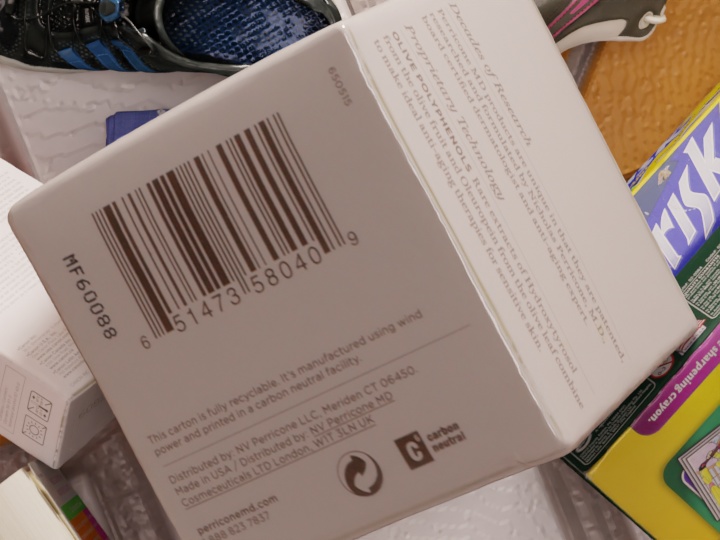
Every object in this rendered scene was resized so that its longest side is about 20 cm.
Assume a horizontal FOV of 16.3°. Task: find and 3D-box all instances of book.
[{"bbox_3d":[-0.104,0.178,1.173,0.048,0.134,0.200,-37,89,2],"label":"book"}]

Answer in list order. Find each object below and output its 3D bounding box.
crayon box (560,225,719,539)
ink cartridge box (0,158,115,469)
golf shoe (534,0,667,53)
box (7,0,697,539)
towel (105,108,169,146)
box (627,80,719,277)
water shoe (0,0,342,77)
[{"bbox_3d":[0.212,0.060,1.182,0.200,0.058,0.172,-49,119,-1],"label":"crayon box"},{"bbox_3d":[-0.186,0.000,1.180,0.200,0.109,0.050,31,132,16],"label":"ink cartridge box"},{"bbox_3d":[0.133,-0.164,1.219,0.200,0.077,0.088,-29,110,2],"label":"golf shoe"},{"bbox_3d":[0.000,0.000,1.098,0.199,0.171,0.200,-26,94,31],"label":"box"},{"bbox_3d":[-0.029,-0.005,1.235,0.199,0.024,0.145,1,87,-2],"label":"towel"},{"bbox_3d":[0.175,-0.041,1.213,0.070,0.064,0.200,42,89,0],"label":"box"},{"bbox_3d":[-0.107,-0.130,1.203,0.199,0.079,0.072,4,89,-1],"label":"water shoe"}]
